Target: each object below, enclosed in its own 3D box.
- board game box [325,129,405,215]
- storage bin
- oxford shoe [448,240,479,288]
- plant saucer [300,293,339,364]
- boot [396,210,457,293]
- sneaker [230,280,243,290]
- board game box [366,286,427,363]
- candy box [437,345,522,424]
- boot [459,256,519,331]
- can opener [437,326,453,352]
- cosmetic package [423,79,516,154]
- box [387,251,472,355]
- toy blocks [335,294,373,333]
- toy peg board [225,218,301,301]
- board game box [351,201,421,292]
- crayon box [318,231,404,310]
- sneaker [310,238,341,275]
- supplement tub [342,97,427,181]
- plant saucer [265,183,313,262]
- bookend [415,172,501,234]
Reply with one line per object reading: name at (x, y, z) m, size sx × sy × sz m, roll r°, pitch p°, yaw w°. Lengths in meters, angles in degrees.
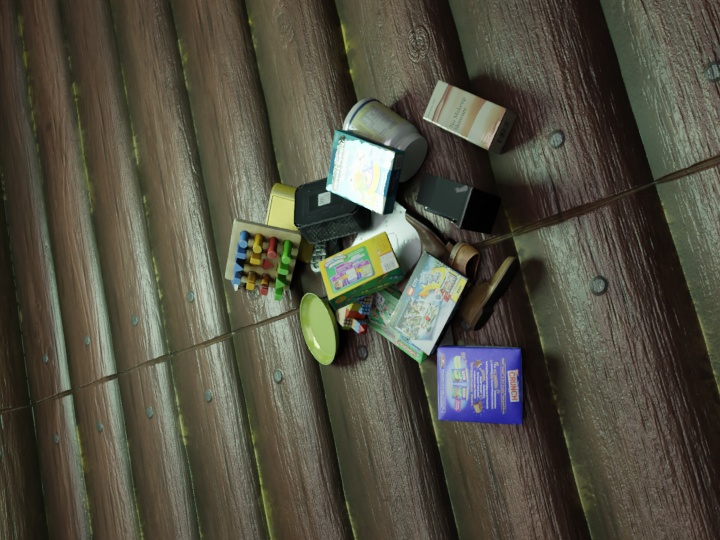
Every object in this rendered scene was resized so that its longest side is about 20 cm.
board game box at (0.008, -0.246, 1.463) m, size 0.197 × 0.046 × 0.156 m, roll 27°, pitch 116°, yaw 34°
storage bin at (-0.076, -0.171, 1.598) m, size 0.193 × 0.094 × 0.140 m, roll -12°, pitch 60°, yaw 18°
oxford shoe at (0.235, 0.036, 1.431) m, size 0.071 × 0.070 × 0.207 m, roll 34°, pitch 113°, yaw 48°
plant saucer at (-0.111, 0.161, 1.662) m, size 0.198 × 0.030 × 0.207 m, roll 32°, pitch 129°, yaw 49°
boot at (0.136, -0.022, 1.492) m, size 0.184 × 0.064 × 0.202 m, roll 37°, pitch 113°, yaw 1°
sneaker at (-0.340, -0.018, 1.830) m, size 0.082 × 0.112 × 0.201 m, roll 59°, pitch 147°, yaw 21°
board game box at (0.101, 0.130, 1.527) m, size 0.198 × 0.029 × 0.138 m, roll 34°, pitch 132°, yaw 31°
candy box at (0.282, 0.265, 1.386) m, size 0.193 × 0.077 × 0.176 m, roll 0°, pitch 88°, yaw 18°
boot at (0.303, 0.041, 1.409) m, size 0.076 × 0.072 × 0.203 m, roll 46°, pitch 115°, yaw 35°
can opener at (0.213, 0.219, 1.482) m, size 0.066 × 0.051 × 0.208 m, roll 151°, pitch 111°, yaw -65°
cosmetic package at (0.262, -0.370, 1.424) m, size 0.197 × 0.086 × 0.106 m, roll 32°, pitch 107°, yaw 30°
box at (0.165, 0.078, 1.416) m, size 0.135 × 0.037 × 0.205 m, roll 33°, pitch 103°, yaw 30°
toy blocks at (-0.013, 0.074, 1.559) m, size 0.136 × 0.097 × 0.208 m, roll -152°, pitch 70°, yaw -67°
toy peg board at (-0.281, -0.019, 1.680) m, size 0.099 × 0.192 × 0.205 m, roll -96°, pitch 20°, yaw -54°
board game box at (0.082, -0.069, 1.578) m, size 0.199 × 0.026 × 0.203 m, roll 42°, pitch 112°, yaw 26°
crayon box at (0.000, 0.000, 1.487) m, size 0.195 × 0.059 × 0.121 m, roll -25°, pitch 54°, yaw 5°
sneaker at (-0.092, -0.078, 1.672) m, size 0.073 × 0.079 × 0.207 m, roll -4°, pitch 68°, yaw 37°
supplement tub at (0.063, -0.336, 1.522) m, size 0.199 × 0.143 × 0.148 m, roll 41°, pitch 110°, yaw 26°
plant saucer at (-0.217, -0.146, 1.766) m, size 0.195 × 0.048 × 0.207 m, roll 17°, pitch 98°, yaw 32°
bookend at (0.204, -0.166, 1.395) m, size 0.195 × 0.198 × 0.095 m, roll 24°, pitch 102°, yaw 30°
